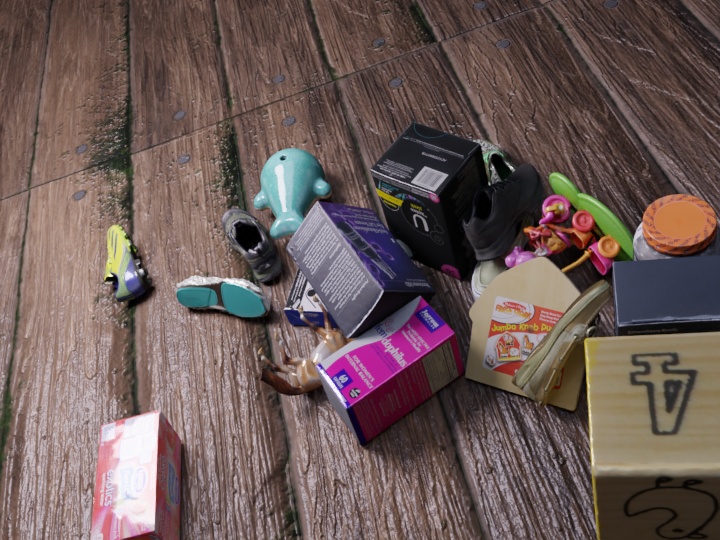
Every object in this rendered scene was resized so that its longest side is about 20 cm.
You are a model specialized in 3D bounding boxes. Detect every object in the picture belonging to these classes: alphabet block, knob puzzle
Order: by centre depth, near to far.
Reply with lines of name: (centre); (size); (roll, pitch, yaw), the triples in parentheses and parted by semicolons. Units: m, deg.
alphabet block: (0.383, 0.209, 1.045); (0.195, 0.197, 0.199); (-5, 46, 16)
knob puzzle: (0.254, 0.081, 1.247); (0.215, 0.030, 0.226); (0, 89, 30)

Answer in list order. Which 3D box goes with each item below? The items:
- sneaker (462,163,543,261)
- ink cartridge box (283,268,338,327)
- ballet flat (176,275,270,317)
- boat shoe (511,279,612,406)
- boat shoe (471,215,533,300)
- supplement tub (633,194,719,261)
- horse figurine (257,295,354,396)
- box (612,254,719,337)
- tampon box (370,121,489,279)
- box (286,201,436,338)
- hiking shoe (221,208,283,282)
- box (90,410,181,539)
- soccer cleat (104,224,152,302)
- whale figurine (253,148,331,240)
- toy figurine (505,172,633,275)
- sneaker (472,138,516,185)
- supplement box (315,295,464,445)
sneaker: (0.229, -0.111, 1.359); (0.075, 0.091, 0.201); (-8, 39, 47)
ink cartridge box: (-0.061, 0.003, 1.482); (0.092, 0.045, 0.203); (2, 50, 18)
ballet flat: (-0.238, 0.036, 1.504); (0.196, 0.072, 0.073); (7, 52, 24)
boat shoe: (0.288, 0.101, 1.170); (0.063, 0.202, 0.073); (40, 24, 12)
boat shoe: (0.233, -0.035, 1.401); (0.071, 0.063, 0.202); (11, 54, 27)
supplement tub: (0.449, -0.002, 1.201); (0.120, 0.202, 0.124); (-10, 46, 10)
horse figurine: (-0.076, 0.132, 1.350); (0.133, 0.050, 0.200); (45, 64, 3)
box: (0.416, 0.088, 1.133); (0.145, 0.202, 0.109); (-3, 48, 15)
tampon box: (0.126, -0.115, 1.413); (0.148, 0.202, 0.127); (24, 60, 36)
box: (0.000, 0.000, 1.347); (0.105, 0.147, 0.201); (-52, 60, 25)
hiking shoe: (-0.207, -0.071, 1.560); (0.075, 0.102, 0.200); (-32, 47, -12)
box: (-0.327, 0.325, 1.255); (0.100, 0.096, 0.203); (-16, 47, 5)
soccer cleat: (-0.465, -0.017, 1.628); (0.083, 0.065, 0.201); (-31, 47, -6)
whale figurine: (-0.134, -0.150, 1.600); (0.155, 0.105, 0.203); (-8, 45, 12)
toy figurine: (0.299, -0.021, 1.311); (0.183, 0.150, 0.201); (-40, 75, -5)
sneaker: (0.246, -0.189, 1.514); (0.076, 0.089, 0.202); (-24, 46, -3)
supplement box: (0.047, 0.149, 1.278); (0.198, 0.104, 0.101); (-32, 46, -13)
